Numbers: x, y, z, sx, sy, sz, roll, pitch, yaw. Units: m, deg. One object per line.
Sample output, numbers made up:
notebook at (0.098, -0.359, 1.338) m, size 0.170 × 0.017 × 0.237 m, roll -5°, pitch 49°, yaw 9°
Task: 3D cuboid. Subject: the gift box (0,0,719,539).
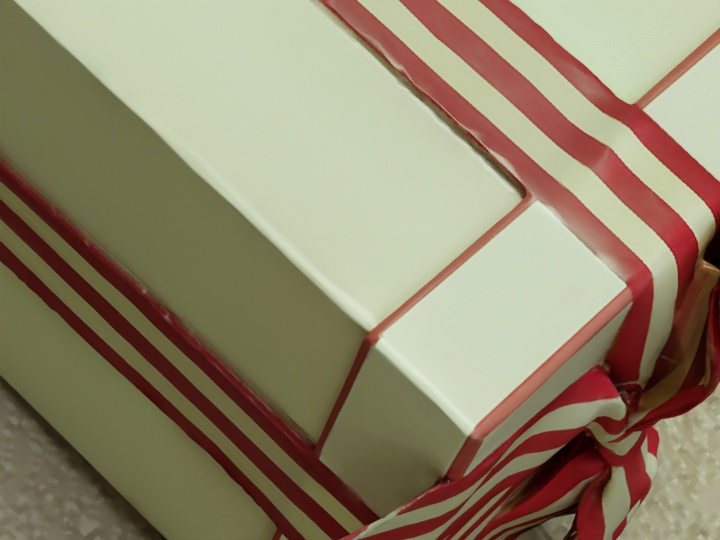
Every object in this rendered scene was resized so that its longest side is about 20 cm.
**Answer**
gift box at (0.000, 0.000, 0.656) m, size 0.187 × 0.185 × 0.200 m, roll 41°, pitch 63°, yaw 12°
